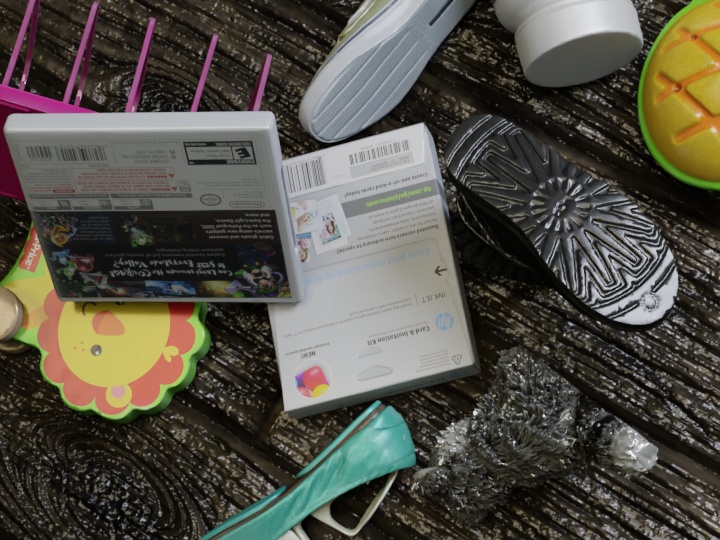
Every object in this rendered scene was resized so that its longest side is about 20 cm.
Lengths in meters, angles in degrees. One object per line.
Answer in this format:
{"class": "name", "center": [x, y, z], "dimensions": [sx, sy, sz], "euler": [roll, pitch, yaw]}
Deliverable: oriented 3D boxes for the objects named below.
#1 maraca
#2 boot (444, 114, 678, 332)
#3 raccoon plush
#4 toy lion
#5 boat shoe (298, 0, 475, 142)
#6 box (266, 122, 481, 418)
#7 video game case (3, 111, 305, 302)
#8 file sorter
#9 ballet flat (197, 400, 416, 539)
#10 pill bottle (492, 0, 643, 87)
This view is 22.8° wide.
{"class": "maraca", "center": [0.283, -0.155, 1.339], "dimensions": [0.136, 0.107, 0.201], "euler": [15, 80, 15]}
{"class": "boot", "center": [0.147, -0.015, 1.312], "dimensions": [0.079, 0.158, 0.211], "euler": [-40, 67, -10]}
{"class": "raccoon plush", "center": [0.113, 0.136, 1.278], "dimensions": [0.097, 0.200, 0.134], "euler": [39, 88, -14]}
{"class": "toy lion", "center": [-0.207, 0.015, 1.448], "dimensions": [0.191, 0.069, 0.201], "euler": [16, 80, 10]}
{"class": "boat shoe", "center": [0.020, -0.188, 1.444], "dimensions": [0.200, 0.072, 0.062], "euler": [-46, 46, -4]}
{"class": "box", "center": [0.000, 0.000, 1.406], "dimensions": [0.155, 0.041, 0.201], "euler": [-15, 72, 11]}
{"class": "video game case", "center": [-0.150, -0.045, 1.339], "dimensions": [0.199, 0.182, 0.023], "euler": [0, 45, 8]}
{"class": "file sorter", "center": [-0.180, -0.121, 1.392], "dimensions": [0.199, 0.139, 0.126], "euler": [15, 60, -7]}
{"class": "ballet flat", "center": [-0.039, 0.183, 1.359], "dimensions": [0.200, 0.067, 0.071], "euler": [-38, 85, 5]}
{"class": "pill bottle", "center": [0.149, -0.253, 1.394], "dimensions": [0.113, 0.114, 0.201], "euler": [-17, 73, 9]}
